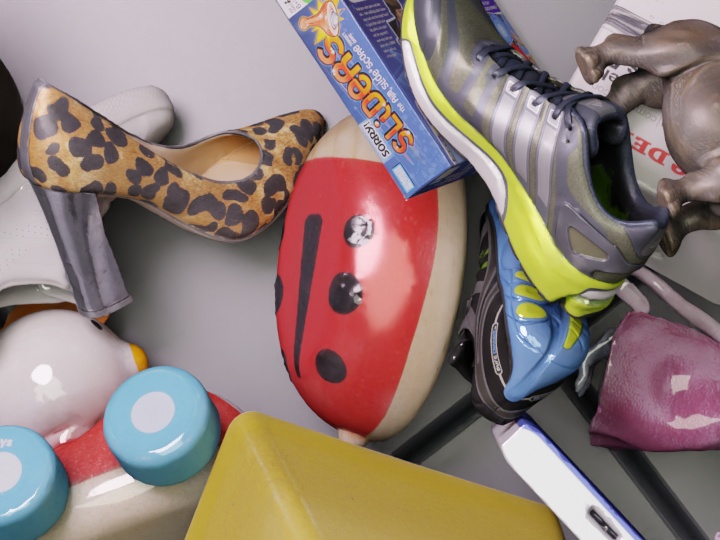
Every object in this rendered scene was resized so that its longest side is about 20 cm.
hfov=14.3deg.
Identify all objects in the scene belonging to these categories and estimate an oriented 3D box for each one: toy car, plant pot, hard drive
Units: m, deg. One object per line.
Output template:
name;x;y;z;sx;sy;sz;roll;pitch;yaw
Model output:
toy car;-0.150;0.083;1.642;0.176;0.185;0.201;-21;57;3
plant pot;0.006;0.219;1.496;0.199;0.176;0.201;19;102;-18
hard drive;0.125;0.133;1.573;0.025;0.200;0.132;-43;89;1

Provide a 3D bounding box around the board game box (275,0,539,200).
board game box;0.039;-0.118;1.603;0.034;0.200;0.136;-35;84;25

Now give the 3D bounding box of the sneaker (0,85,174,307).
sneaker;-0.172;-0.027;1.650;0.200;0.075;0.089;-38;84;-26

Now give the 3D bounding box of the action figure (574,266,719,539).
action figure;0.226;0.077;1.605;0.199;0.134;0.150;10;100;19

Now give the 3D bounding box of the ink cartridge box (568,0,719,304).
ink cartridge box;0.200;-0.104;1.616;0.145;0.084;0.201;29;69;5

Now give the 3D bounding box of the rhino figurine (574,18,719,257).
rhino figurine;0.195;-0.046;1.517;0.087;0.060;0.201;-26;76;-11

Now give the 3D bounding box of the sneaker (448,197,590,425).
sneaker;0.081;0.021;1.596;0.071;0.200;0.083;35;111;-13

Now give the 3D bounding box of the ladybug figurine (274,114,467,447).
ladybug figurine;0.000;0.000;1.629;0.072;0.135;0.201;10;80;-34

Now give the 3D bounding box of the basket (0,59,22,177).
basket;-0.267;-0.101;1.619;0.135;0.200;0.182;-3;83;6

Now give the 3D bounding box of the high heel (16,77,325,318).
high heel;-0.102;-0.080;1.622;0.200;0.071;0.143;-36;127;-30

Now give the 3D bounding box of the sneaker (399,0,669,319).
sneaker;0.095;-0.079;1.503;0.081;0.074;0.201;-36;85;39
